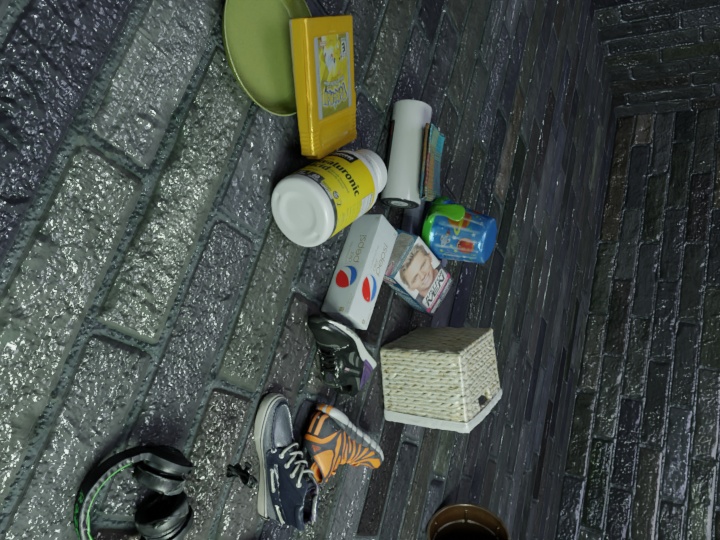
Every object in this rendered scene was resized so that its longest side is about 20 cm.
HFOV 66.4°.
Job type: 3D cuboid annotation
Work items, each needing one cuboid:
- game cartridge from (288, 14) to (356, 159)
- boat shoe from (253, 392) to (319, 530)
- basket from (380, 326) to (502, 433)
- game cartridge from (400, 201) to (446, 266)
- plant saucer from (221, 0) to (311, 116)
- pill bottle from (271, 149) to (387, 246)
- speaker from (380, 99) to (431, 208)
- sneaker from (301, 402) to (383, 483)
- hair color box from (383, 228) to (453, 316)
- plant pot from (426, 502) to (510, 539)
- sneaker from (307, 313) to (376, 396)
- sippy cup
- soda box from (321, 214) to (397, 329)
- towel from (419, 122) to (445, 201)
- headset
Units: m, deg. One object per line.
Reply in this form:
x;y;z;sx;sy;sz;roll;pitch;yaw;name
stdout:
-0.051;-0.290;0.864;0.176;0.032;0.201;-49;139;-56;game cartridge
-0.105;0.291;0.836;0.074;0.092;0.202;-12;104;-55;boat shoe
0.167;0.217;1.151;0.198;0.199;0.162;-18;102;-54;basket
0.153;-0.089;1.240;0.200;0.038;0.131;23;70;-55;game cartridge
-0.130;-0.325;0.790;0.199;0.031;0.202;-7;99;-57;plant saucer
-0.040;-0.126;0.875;0.200;0.111;0.112;-40;125;-48;pill bottle
0.091;-0.230;1.089;0.081;0.081;0.202;16;80;-56;speaker
-0.040;0.327;0.967;0.200;0.077;0.112;49;58;-34;sneaker
0.116;0.010;1.147;0.100;0.060;0.200;-59;140;-9;hair color box
0.263;0.728;1.361;0.200;0.199;0.200;-31;126;-51;plant pot
-0.037;0.154;0.945;0.088;0.075;0.200;-61;139;-23;sneaker
0.215;-0.077;1.168;0.178;0.130;0.141;-20;122;-58;sippy cup
0.000;0.000;0.991;0.068;0.063;0.201;45;56;-48;soda box
0.146;-0.213;1.113;0.200;0.022;0.148;-27;121;-74;towel
-0.226;0.269;0.652;0.199;0.094;0.125;-4;98;-45;headset
